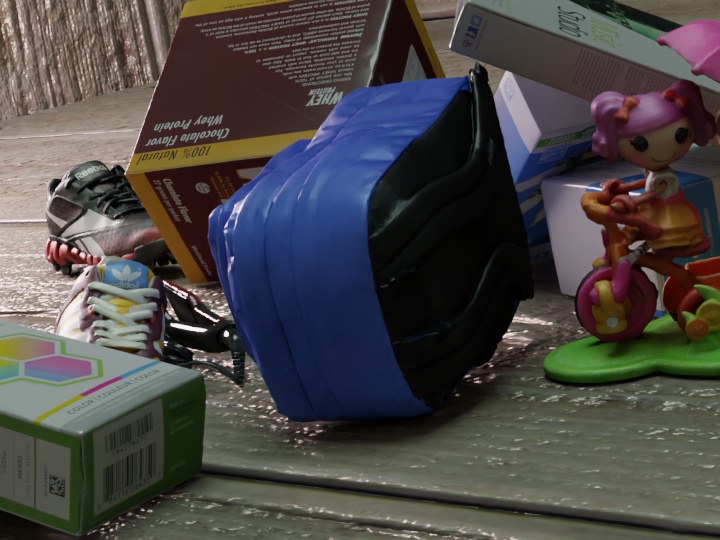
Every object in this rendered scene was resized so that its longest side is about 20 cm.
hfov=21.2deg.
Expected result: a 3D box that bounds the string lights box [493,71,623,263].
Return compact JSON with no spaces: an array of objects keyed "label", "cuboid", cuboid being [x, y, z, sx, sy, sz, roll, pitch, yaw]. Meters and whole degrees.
[{"label":"string lights box","cuboid":[0.131,-0.075,1.328,0.102,0.059,0.200,-15,-25,-19]}]

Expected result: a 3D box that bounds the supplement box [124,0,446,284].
[{"label":"supplement box","cuboid":[-0.054,-0.114,1.543,0.197,0.133,0.200,-6,47,21]}]

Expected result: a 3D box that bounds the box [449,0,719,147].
[{"label":"box","cuboid":[0.155,-0.136,1.186,0.199,0.036,0.144,20,22,-4]}]

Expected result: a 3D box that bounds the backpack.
[{"label":"backpack","cuboid":[0.000,0.000,1.104,0.167,0.163,0.200,-12,22,25]}]

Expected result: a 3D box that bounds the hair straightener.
[{"label":"hair straightener","cuboid":[-0.126,0.052,1.284,0.077,0.041,0.200,-30,22,-15]}]

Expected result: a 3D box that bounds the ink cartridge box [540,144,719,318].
[{"label":"ink cartridge box","cuboid":[0.241,-0.040,1.249,0.199,0.086,0.146,-13,11,-19]}]

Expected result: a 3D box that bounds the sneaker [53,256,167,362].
[{"label":"sneaker","cuboid":[-0.151,0.040,1.154,0.075,0.090,0.200,13,4,-17]}]

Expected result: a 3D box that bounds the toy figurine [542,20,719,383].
[{"label":"toy figurine","cuboid":[0.186,-0.046,1.077,0.199,0.185,0.150,-10,11,4]}]

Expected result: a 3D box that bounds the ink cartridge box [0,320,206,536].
[{"label":"ink cartridge box","cuboid":[-0.193,0.074,1.025,0.199,0.060,0.104,13,20,29]}]

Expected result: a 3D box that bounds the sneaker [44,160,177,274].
[{"label":"sneaker","cuboid":[-0.219,-0.046,1.671,0.071,0.098,0.200,-16,13,-34]}]
